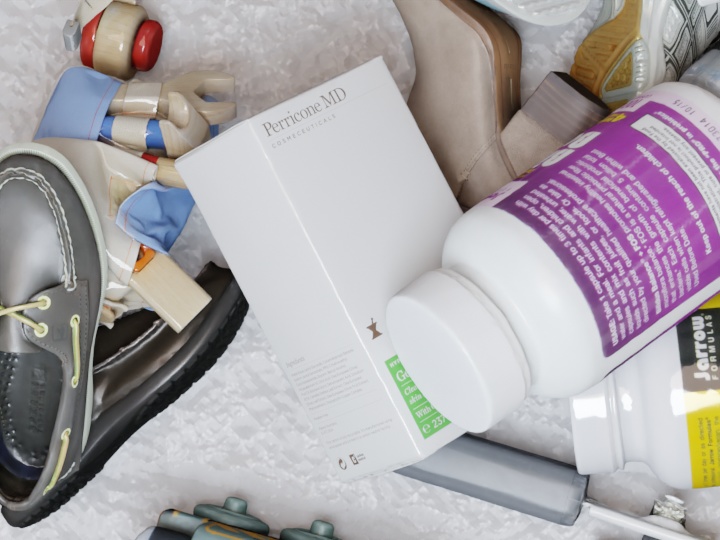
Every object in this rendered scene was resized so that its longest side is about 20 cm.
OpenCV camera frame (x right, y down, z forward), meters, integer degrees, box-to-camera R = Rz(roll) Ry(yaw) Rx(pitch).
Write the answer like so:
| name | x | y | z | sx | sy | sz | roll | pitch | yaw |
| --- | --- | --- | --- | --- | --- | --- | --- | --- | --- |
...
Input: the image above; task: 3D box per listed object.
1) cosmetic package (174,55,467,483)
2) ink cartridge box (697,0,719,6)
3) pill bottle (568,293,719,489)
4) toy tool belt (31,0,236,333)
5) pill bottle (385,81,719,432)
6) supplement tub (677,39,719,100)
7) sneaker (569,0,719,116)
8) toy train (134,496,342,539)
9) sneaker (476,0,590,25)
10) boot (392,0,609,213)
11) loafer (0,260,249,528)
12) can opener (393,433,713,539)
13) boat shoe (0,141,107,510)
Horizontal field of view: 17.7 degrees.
| name | x | y | z | sx | sy | sz | roll | pitch | yaw |
| --- | --- | --- | --- | --- | --- | --- | --- | --- | --- |
| cosmetic package | 0.000 | 0.000 | 1.249 | 0.108 | 0.085 | 0.200 | -31 | 94 | -36 |
| ink cartridge box | 0.229 | -0.255 | 1.174 | 0.176 | 0.045 | 0.200 | -16 | 107 | 12 |
| pill bottle | 0.214 | 0.060 | 1.264 | 0.200 | 0.112 | 0.113 | -7 | 85 | 6 |
| toy tool belt | -0.120 | -0.061 | 1.313 | 0.123 | 0.125 | 0.200 | 13 | 60 | 7 |
| pill bottle | 0.114 | -0.005 | 1.195 | 0.200 | 0.112 | 0.112 | -34 | 82 | -22 |
| supplement tub | 0.278 | -0.119 | 1.257 | 0.200 | 0.123 | 0.123 | -41 | 82 | -6 |
| sneaker | 0.174 | -0.131 | 1.302 | 0.088 | 0.076 | 0.200 | 1 | 107 | -30 |
| toy train | -0.035 | 0.182 | 1.285 | 0.200 | 0.114 | 0.085 | 16 | 88 | 7 |
| sneaker | 0.037 | -0.203 | 1.292 | 0.200 | 0.082 | 0.074 | 40 | 88 | -13 |
| boot | 0.045 | -0.076 | 1.319 | 0.200 | 0.070 | 0.146 | 44 | 109 | 29 |
| loafer | -0.146 | 0.060 | 1.326 | 0.200 | 0.073 | 0.071 | -43 | 83 | 2 |
| can opener | 0.108 | 0.136 | 1.302 | 0.200 | 0.053 | 0.067 | 21 | 89 | 8 |
| boat shoe | -0.176 | 0.033 | 1.234 | 0.072 | 0.061 | 0.202 | 5 | 117 | 8 |
